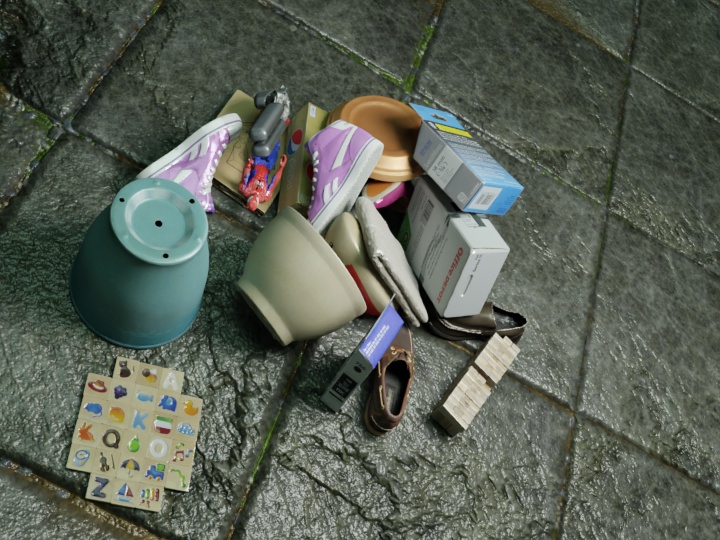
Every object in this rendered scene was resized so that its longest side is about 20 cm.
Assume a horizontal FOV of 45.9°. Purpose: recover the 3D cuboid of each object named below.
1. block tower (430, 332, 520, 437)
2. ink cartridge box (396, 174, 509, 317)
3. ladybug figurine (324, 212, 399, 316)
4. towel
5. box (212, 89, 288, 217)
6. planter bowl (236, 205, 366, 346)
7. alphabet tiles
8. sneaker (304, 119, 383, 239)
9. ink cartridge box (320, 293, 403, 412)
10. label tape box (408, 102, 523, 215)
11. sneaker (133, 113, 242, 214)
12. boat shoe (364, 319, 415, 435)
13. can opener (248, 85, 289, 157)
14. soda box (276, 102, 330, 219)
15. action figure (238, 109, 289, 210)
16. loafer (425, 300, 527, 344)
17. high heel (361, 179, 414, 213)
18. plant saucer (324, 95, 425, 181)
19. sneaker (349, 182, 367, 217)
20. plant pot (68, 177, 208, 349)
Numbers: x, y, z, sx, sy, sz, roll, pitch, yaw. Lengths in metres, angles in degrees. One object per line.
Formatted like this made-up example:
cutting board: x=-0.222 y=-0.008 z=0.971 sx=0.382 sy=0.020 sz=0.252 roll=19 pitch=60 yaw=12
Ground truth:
block tower: x=0.189 y=0.186 z=1.402 sx=0.054 sy=0.058 sz=0.200 roll=42 pitch=50 yaw=3
ink cartridge box: x=0.149 y=-0.042 z=1.425 sx=0.081 sy=0.149 sz=0.202 roll=-1 pitch=41 yaw=-27
ladybug figurine: x=0.000 y=0.000 z=1.369 sx=0.202 sy=0.071 sz=0.137 roll=58 pitch=12 yaw=-32
towel: x=0.052 y=-0.012 z=1.364 sx=0.201 sy=0.034 sz=0.134 roll=55 pitch=14 yaw=-44
box: x=-0.191 y=-0.206 z=1.467 sx=0.162 sy=0.021 sz=0.202 roll=33 pitch=52 yaw=-6
planter bowl: x=-0.103 y=0.025 z=1.280 sx=0.134 sy=0.201 sz=0.201 roll=-39 pitch=81 yaw=-12
alphabet tiles: x=-0.304 y=0.220 z=1.159 sx=0.163 sy=0.006 sz=0.204 roll=15 pitch=55 yaw=-18
sneaker: x=-0.059 y=-0.145 z=1.369 sx=0.113 sy=0.073 sz=0.203 roll=32 pitch=88 yaw=14
ink cartridge box: x=0.007 y=0.125 z=1.252 sx=0.039 sy=0.201 sz=0.100 roll=35 pitch=52 yaw=3
label tape box: x=0.161 y=-0.183 z=1.419 sx=0.143 sy=0.064 sz=0.201 roll=1 pitch=43 yaw=-53
sneaker: x=-0.247 y=-0.154 z=1.352 sx=0.200 sy=0.073 sz=0.115 roll=-40 pitch=90 yaw=-14
boat shoe: x=0.056 y=0.158 z=1.341 sx=0.069 sy=0.071 sz=0.204 roll=19 pitch=53 yaw=-14
can opener: x=-0.157 y=-0.247 z=1.397 sx=0.065 sy=0.054 sz=0.201 roll=0 pitch=32 yaw=12
soda box: x=-0.091 y=-0.177 z=1.451 sx=0.063 sy=0.067 sz=0.205 roll=23 pitch=58 yaw=-32
action figure: x=-0.155 y=-0.194 z=1.407 sx=0.064 sy=0.099 sz=0.204 roll=18 pitch=57 yaw=-14
loafer: x=0.203 y=0.077 z=1.464 sx=0.195 sy=0.072 sz=0.075 roll=9 pitch=57 yaw=-23
high heel: x=0.050 y=-0.115 z=1.462 sx=0.066 sy=0.098 sz=0.201 roll=-1 pitch=23 yaw=15
plant saucer: x=0.037 y=-0.234 z=1.451 sx=0.195 sy=0.038 sz=0.203 roll=9 pitch=47 yaw=-9
sneaker: x=-0.014 y=-0.138 z=1.472 sx=0.075 sy=0.092 sz=0.203 roll=-19 pitch=72 yaw=-35
plant pot: x=-0.298 y=-0.024 z=1.195 sx=0.195 sy=0.189 sz=0.204 roll=13 pitch=55 yaw=-19
